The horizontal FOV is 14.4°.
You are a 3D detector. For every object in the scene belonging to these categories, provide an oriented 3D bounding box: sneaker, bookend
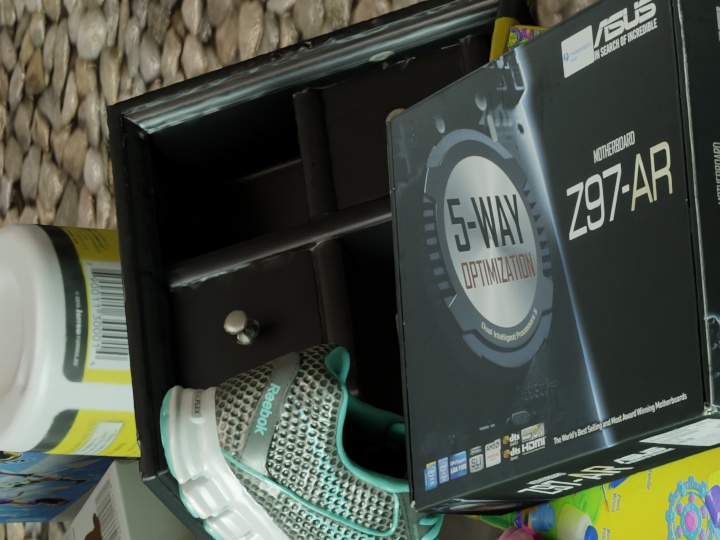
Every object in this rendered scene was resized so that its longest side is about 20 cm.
[{"bbox_3d":[0.006,0.107,1.174,0.091,0.200,0.078,-30,35,19],"label":"sneaker"},{"bbox_3d":[0.000,0.000,1.261,0.198,0.092,0.201,-16,57,14],"label":"bookend"}]

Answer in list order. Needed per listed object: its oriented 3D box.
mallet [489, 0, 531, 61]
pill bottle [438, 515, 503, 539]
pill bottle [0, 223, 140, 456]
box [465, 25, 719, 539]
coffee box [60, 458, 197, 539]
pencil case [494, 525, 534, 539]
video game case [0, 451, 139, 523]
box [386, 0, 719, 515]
[{"bbox_3d":[0.066,-0.092,1.223,0.041,0.066,0.201,0,53,23],"label":"mallet"},{"bbox_3d":[-0.011,0.146,1.367,0.200,0.114,0.115,-46,47,49],"label":"pill bottle"},{"bbox_3d":[-0.093,0.039,1.446,0.114,0.199,0.115,-15,72,60],"label":"pill bottle"},{"bbox_3d":[0.142,0.015,1.093,0.192,0.122,0.201,15,99,61],"label":"box"},{"bbox_3d":[-0.114,0.189,1.556,0.200,0.114,0.080,-55,41,45],"label":"coffee box"},{"bbox_3d":[0.106,0.181,1.069,0.200,0.083,0.087,38,117,8],"label":"pencil case"},{"bbox_3d":[-0.219,0.103,1.673,0.181,0.199,0.046,-42,54,53],"label":"video game case"},{"bbox_3d":[0.081,-0.005,1.039,0.200,0.043,0.161,-25,65,57],"label":"box"}]
